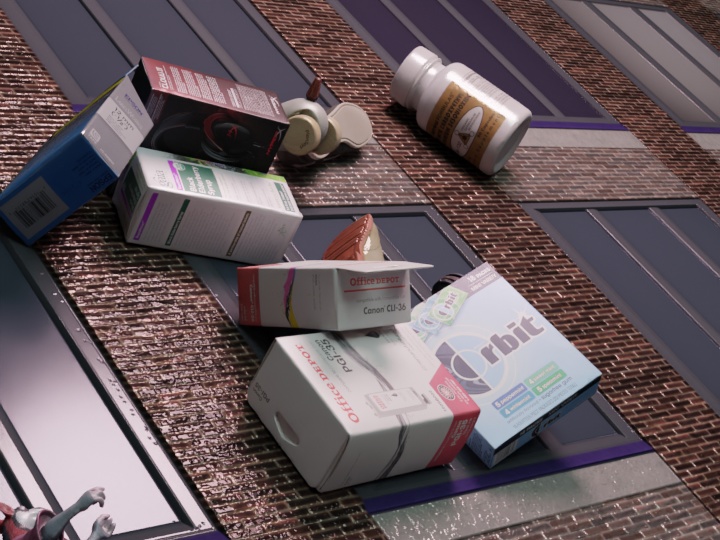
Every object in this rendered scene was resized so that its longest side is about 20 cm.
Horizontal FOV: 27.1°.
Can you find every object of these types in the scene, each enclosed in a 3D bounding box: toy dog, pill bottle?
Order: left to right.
[{"bbox_3d":[-0.118,-0.202,1.884,0.197,0.098,0.132,6,8,-5],"label":"toy dog"},{"bbox_3d":[0.146,-0.242,2.226,0.199,0.115,0.114,36,30,12],"label":"pill bottle"}]

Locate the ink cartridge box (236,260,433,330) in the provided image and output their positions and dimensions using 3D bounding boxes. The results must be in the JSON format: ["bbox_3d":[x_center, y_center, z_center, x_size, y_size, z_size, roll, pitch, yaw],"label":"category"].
[{"bbox_3d":[-0.026,0.026,1.605,0.116,0.069,0.199,-6,4,-44],"label":"ink cartridge box"}]

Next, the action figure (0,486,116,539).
[{"bbox_3d":[-0.229,0.256,1.192,0.199,0.134,0.150,27,70,22],"label":"action figure"}]

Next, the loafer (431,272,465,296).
[{"bbox_3d":[0.147,0.080,1.783,0.063,0.072,0.200,-13,53,-44],"label":"loafer"}]

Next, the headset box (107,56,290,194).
[{"bbox_3d":[-0.204,-0.152,1.750,0.198,0.150,0.075,12,32,-29],"label":"headset box"}]

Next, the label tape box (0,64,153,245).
[{"bbox_3d":[-0.300,-0.128,1.625,0.066,0.143,0.201,49,25,-15],"label":"label tape box"}]

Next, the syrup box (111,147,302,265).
[{"bbox_3d":[-0.177,-0.072,1.719,0.198,0.082,0.079,11,33,-31],"label":"syrup box"}]

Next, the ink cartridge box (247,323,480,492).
[{"bbox_3d":[0.004,0.138,1.552,0.199,0.083,0.147,-5,44,-45],"label":"ink cartridge box"}]

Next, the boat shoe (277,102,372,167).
[{"bbox_3d":[-0.049,-0.183,2.024,0.200,0.056,0.068,-30,103,-61],"label":"boat shoe"}]

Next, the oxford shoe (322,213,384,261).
[{"bbox_3d":[0.000,0.000,1.798,0.074,0.070,0.201,48,24,-19],"label":"oxford shoe"}]

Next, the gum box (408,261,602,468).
[{"bbox_3d":[0.145,0.103,1.700,0.169,0.045,0.200,-31,61,-27],"label":"gum box"}]
